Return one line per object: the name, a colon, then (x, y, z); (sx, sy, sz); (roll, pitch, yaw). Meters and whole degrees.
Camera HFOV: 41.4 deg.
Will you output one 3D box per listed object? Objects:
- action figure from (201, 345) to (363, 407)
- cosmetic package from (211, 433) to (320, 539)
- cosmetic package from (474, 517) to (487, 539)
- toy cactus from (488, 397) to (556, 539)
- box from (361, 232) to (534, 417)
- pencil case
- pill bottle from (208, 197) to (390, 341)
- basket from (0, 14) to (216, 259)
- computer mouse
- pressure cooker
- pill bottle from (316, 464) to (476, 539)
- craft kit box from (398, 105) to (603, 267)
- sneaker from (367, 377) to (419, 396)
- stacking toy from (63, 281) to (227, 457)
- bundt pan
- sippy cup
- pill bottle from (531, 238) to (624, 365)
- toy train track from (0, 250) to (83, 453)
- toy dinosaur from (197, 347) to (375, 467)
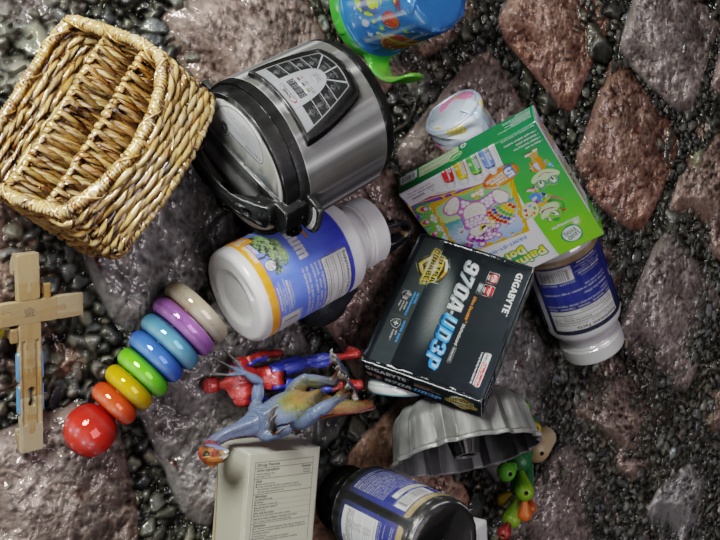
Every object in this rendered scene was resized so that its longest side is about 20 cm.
action figure: (-0.094, 0.126, 1.124); (0.198, 0.051, 0.066); (-2, 92, -33)
cosmetic package: (-0.114, 0.299, 1.113); (0.103, 0.073, 0.203); (3, 93, -37)
cosmetic package: (0.073, 0.380, 1.220); (0.199, 0.101, 0.072); (-16, 106, -51)
toy cactus: (0.230, 0.271, 1.380); (0.164, 0.101, 0.203); (-20, 106, -54)
box: (0.110, 0.063, 1.185); (0.046, 0.157, 0.201); (80, 33, -57)
pencil case: (0.166, -0.142, 1.265); (0.083, 0.091, 0.200); (-44, 119, -10)
pill bottle: (-0.064, -0.011, 1.089); (0.199, 0.111, 0.113); (-29, 112, -32)
basket: (-0.252, -0.130, 0.910); (0.149, 0.142, 0.201); (40, 71, -34)
computer mouse: (0.000, 0.000, 1.189); (0.200, 0.034, 0.059); (-44, 119, -26)
pressure cooker: (-0.083, -0.135, 1.021); (0.199, 0.175, 0.181); (-31, 115, -29)
pill bottle: (0.035, 0.302, 1.148); (0.111, 0.199, 0.114); (-5, 99, -36)
craft kit box: (0.182, -0.083, 1.232); (0.198, 0.199, 0.049); (48, 26, -32)
sneaker: (0.086, 0.089, 1.243); (0.198, 0.079, 0.132); (-9, 97, -39)
stacking toy: (-0.234, 0.108, 1.000); (0.200, 0.085, 0.086); (-48, 121, -16)
bundt pan: (0.130, 0.203, 1.228); (0.200, 0.201, 0.077); (10, 59, -38)
sippy cup: (0.052, -0.325, 1.130); (0.140, 0.130, 0.179); (-45, 119, -25)
pill bottle: (0.310, 0.030, 1.381); (0.115, 0.115, 0.202); (-38, 118, -28)
toy train track: (-0.334, 0.080, 0.946); (0.114, 0.032, 0.203); (-9, 107, -44)
toy dinosaur: (-0.086, 0.172, 1.062); (0.181, 0.105, 0.201); (-36, 128, 1)
